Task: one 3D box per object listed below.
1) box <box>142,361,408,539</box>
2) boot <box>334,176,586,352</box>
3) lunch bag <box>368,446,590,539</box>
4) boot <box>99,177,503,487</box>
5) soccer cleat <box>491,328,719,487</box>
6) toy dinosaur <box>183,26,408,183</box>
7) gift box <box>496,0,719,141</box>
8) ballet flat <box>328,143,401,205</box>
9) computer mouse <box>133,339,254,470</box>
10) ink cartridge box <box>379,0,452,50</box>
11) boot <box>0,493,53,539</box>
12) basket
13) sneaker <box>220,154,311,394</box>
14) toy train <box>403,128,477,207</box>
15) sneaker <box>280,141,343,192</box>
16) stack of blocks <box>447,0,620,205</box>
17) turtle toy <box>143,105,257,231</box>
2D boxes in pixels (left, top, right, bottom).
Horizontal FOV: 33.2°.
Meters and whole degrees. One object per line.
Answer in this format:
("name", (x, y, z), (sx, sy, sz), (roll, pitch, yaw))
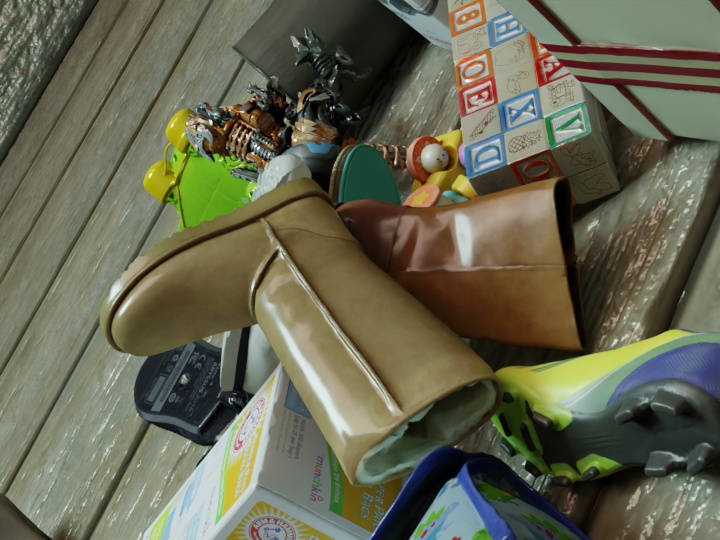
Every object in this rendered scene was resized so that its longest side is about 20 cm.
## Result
("box", (-0.063, 0.174, 0.760), (0.200, 0.101, 0.113), (-51, 17, 33))
("boot", (0.052, 0.044, 0.771), (0.197, 0.068, 0.192), (-3, 85, 29))
("lunch bag", (0.043, 0.187, 0.592), (0.171, 0.127, 0.200), (-56, 7, 3))
("boot", (-0.043, 0.046, 0.692), (0.174, 0.066, 0.200), (-34, 51, -7))
("soccer cleat", (0.139, 0.068, 0.639), (0.083, 0.065, 0.199), (-34, 10, -27))
("toy dinosaur", (-0.044, -0.114, 1.029), (0.102, 0.198, 0.137), (-52, 16, 50))
("gift box", (0.203, -0.187, 0.674), (0.186, 0.184, 0.201), (18, 72, 55))
("ballet flat", (0.000, 0.000, 0.896), (0.065, 0.070, 0.202), (-44, 42, 44))
("computer mouse", (-0.131, 0.118, 1.061), (0.199, 0.053, 0.140), (16, 72, 51))
("ink cartridge box", (0.039, -0.272, 1.030), (0.084, 0.199, 0.145), (-56, 26, 4))
("boot", (-0.342, 0.268, 1.141), (0.071, 0.146, 0.200), (-56, 25, -6))
("basket", (-0.012, -0.249, 1.177), (0.201, 0.136, 0.180), (-50, 6, 4))
("sneaker", (-0.057, 0.007, 0.928), (0.077, 0.079, 0.202), (-92, 14, -62))
("toy train", (0.084, -0.091, 0.906), (0.150, 0.055, 0.202), (-37, 31, 36))
("sneaker", (-0.043, -0.018, 0.987), (0.201, 0.072, 0.083), (103, 167, -48))
("stack of blocks", (0.128, -0.135, 0.830), (0.114, 0.059, 0.202), (-20, 46, 20))
("turtle toy", (-0.134, -0.082, 1.210), (0.101, 0.145, 0.201), (-49, -3, -44))
